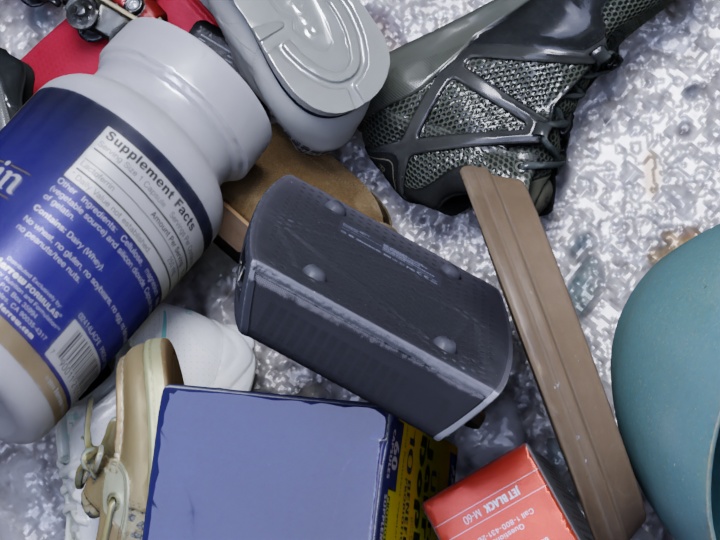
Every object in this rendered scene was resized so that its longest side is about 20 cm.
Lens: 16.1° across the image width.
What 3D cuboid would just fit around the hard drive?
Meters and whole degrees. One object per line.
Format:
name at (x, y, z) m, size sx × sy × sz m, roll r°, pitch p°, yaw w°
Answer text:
hard drive at (0.004, 0.016, 1.173) m, size 0.135 × 0.200 × 0.042 m, roll 29°, pitch 102°, yaw -4°

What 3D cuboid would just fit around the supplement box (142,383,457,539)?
supplement box at (-0.025, 0.122, 1.216) m, size 0.109 × 0.200 × 0.109 m, roll 5°, pitch 82°, yaw 11°

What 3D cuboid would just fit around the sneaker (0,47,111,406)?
sneaker at (-0.163, -0.022, 1.323) m, size 0.088 × 0.076 × 0.200 m, roll -30°, pitch 91°, yaw -3°

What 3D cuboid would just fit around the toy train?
toy train at (-0.129, -0.139, 1.346) m, size 0.200 × 0.034 × 0.046 m, roll 31°, pitch 85°, yaw 14°

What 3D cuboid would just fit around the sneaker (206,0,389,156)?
sneaker at (-0.056, -0.151, 1.288) m, size 0.076 × 0.081 × 0.200 m, roll -20°, pitch 76°, yaw -15°

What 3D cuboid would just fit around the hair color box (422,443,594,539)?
hair color box at (0.109, 0.188, 1.225) m, size 0.064 × 0.111 × 0.200 m, roll -31°, pitch 76°, yaw 4°

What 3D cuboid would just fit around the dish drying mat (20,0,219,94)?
dish drying mat at (-0.163, -0.082, 1.371) m, size 0.200 × 0.018 × 0.077 m, roll -42°, pitch 77°, yaw 3°

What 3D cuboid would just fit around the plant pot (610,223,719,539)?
plant pot at (0.196, 0.051, 1.206) m, size 0.135 × 0.200 × 0.200 m, roll 29°, pitch 87°, yaw 50°

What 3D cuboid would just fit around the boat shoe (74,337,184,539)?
boat shoe at (-0.115, 0.131, 1.224) m, size 0.063 × 0.073 × 0.200 m, roll 3°, pitch 92°, yaw 5°

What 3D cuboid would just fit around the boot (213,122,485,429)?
boot at (0.000, 0.000, 1.302) m, size 0.200 × 0.074 × 0.075 m, roll 41°, pitch 82°, yaw 17°

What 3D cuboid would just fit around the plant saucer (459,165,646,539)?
plant saucer at (0.092, 0.042, 1.192) m, size 0.029 × 0.200 × 0.200 m, roll -20°, pitch 78°, yaw 3°

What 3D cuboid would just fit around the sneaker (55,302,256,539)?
sneaker at (-0.125, 0.109, 1.293) m, size 0.080 × 0.070 × 0.200 m, roll 25°, pitch 80°, yaw -27°

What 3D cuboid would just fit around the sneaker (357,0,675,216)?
sneaker at (0.099, -0.089, 1.293) m, size 0.199 × 0.076 × 0.114 m, roll -29°, pitch 78°, yaw 9°

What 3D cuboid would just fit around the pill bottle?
pill bottle at (-0.139, -0.023, 1.244) m, size 0.116 × 0.116 × 0.200 m, roll 34°, pitch 67°, yaw 14°
